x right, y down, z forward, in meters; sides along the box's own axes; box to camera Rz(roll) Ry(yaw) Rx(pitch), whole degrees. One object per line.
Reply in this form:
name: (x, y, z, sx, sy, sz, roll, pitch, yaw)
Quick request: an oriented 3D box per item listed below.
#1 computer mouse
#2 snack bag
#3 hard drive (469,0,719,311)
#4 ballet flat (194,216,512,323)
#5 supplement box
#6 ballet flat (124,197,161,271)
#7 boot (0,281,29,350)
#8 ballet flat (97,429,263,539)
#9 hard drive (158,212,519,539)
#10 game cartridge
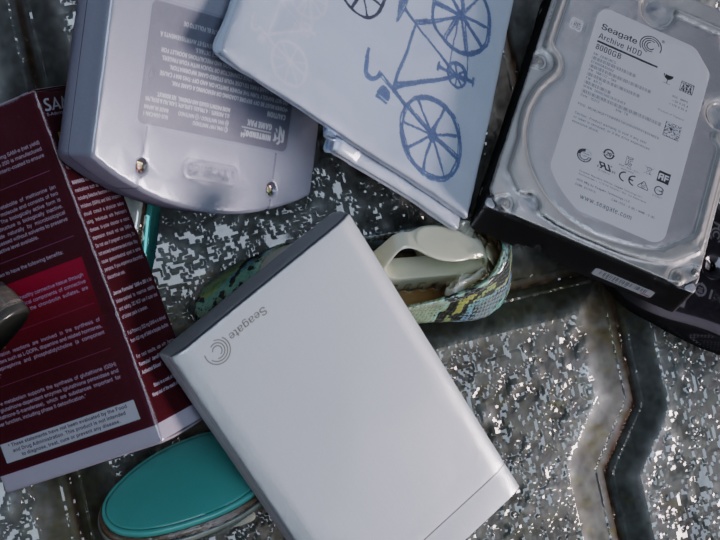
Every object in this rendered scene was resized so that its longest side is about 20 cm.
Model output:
computer mouse: (0.225, 0.014, 1.181, 0.199, 0.053, 0.139, 29, 74, -15)
snack bag: (0.006, -0.148, 1.086, 0.199, 0.021, 0.190, 30, 59, -30)
hard drive: (0.160, -0.090, 1.135, 0.139, 0.038, 0.201, 23, 62, -5)
ballet flat: (0.000, 0.000, 1.100, 0.199, 0.074, 0.075, -10, 89, -22)
supplement box: (-0.175, 0.009, 1.025, 0.108, 0.061, 0.201, -18, 93, 22)
ballet flat: (-0.135, -0.088, 1.073, 0.069, 0.069, 0.201, 14, 83, -16)
boot: (-0.287, 0.007, 1.003, 0.200, 0.069, 0.174, -41, 83, 12)
ballet flat: (-0.059, 0.115, 1.081, 0.199, 0.064, 0.067, -32, 52, -17)
hard drive: (-0.007, 0.087, 1.050, 0.132, 0.027, 0.201, -39, 109, -19)
game cartridge: (-0.091, -0.100, 1.038, 0.200, 0.040, 0.134, 8, 86, -56)
